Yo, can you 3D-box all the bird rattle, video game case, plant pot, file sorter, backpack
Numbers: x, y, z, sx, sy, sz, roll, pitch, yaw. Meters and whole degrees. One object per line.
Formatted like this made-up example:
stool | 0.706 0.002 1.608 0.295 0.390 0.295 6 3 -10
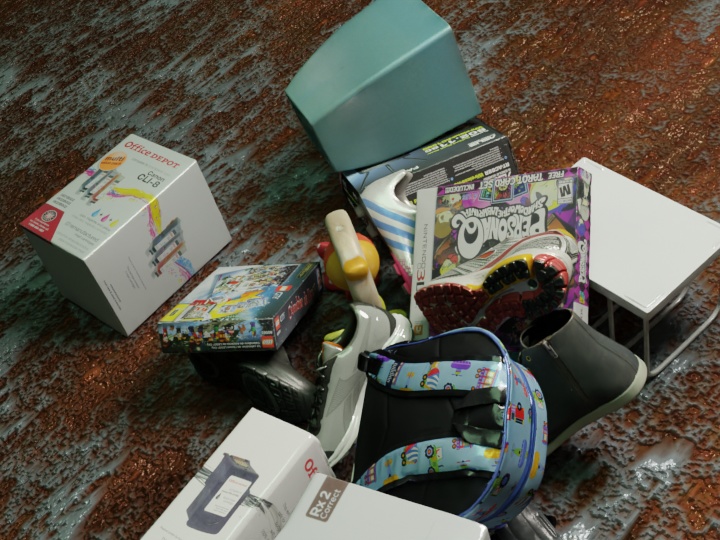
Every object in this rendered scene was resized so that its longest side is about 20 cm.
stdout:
bird rattle | 0.000 0.000 1.197 0.112 0.164 0.201 -12 48 3
video game case | 0.142 -0.006 1.089 0.199 0.036 0.183 -5 75 37
plant pot | 0.019 -0.225 1.310 0.199 0.142 0.142 -33 45 -3
file sorter | 0.274 -0.002 1.124 0.138 0.125 0.200 -38 47 -20
backpack | 0.088 0.145 0.917 0.199 0.134 0.184 -22 54 52

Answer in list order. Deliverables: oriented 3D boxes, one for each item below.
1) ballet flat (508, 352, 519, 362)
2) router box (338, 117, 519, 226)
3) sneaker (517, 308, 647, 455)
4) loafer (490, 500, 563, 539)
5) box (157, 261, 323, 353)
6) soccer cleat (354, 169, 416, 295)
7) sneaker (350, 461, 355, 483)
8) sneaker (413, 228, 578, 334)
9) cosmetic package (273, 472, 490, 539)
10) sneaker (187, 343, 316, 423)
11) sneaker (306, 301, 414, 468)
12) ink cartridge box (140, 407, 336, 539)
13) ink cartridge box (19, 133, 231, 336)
ballet flat | 0.135 0.117 1.114 0.200 0.068 0.062 -43 23 -29
router box | 0.080 -0.123 1.320 0.199 0.063 0.150 -23 23 -5
sneaker | 0.165 0.112 1.009 0.200 0.106 0.075 -41 18 31
loafer | 0.148 0.244 0.977 0.070 0.069 0.201 0 31 -26
box | -0.134 0.040 1.220 0.135 0.038 0.200 -2 18 14
soccer cleat | 0.074 -0.024 1.193 0.086 0.070 0.201 -35 80 12
sneaker | 0.030 0.192 1.053 0.073 0.080 0.201 -8 43 14
sneaker | 0.135 0.016 1.027 0.199 0.078 0.082 -20 21 46
cosmetic package | 0.017 0.304 0.856 0.164 0.201 0.165 11 51 28
sneaker | -0.111 0.102 1.198 0.199 0.076 0.091 26 51 33
sneaker | -0.025 0.124 1.097 0.201 0.079 0.074 -62 19 -2
ink cartridge box | -0.112 0.255 0.989 0.084 0.145 0.200 20 56 34
ink cartridge box | -0.298 -0.051 1.356 0.145 0.145 0.200 23 57 36
